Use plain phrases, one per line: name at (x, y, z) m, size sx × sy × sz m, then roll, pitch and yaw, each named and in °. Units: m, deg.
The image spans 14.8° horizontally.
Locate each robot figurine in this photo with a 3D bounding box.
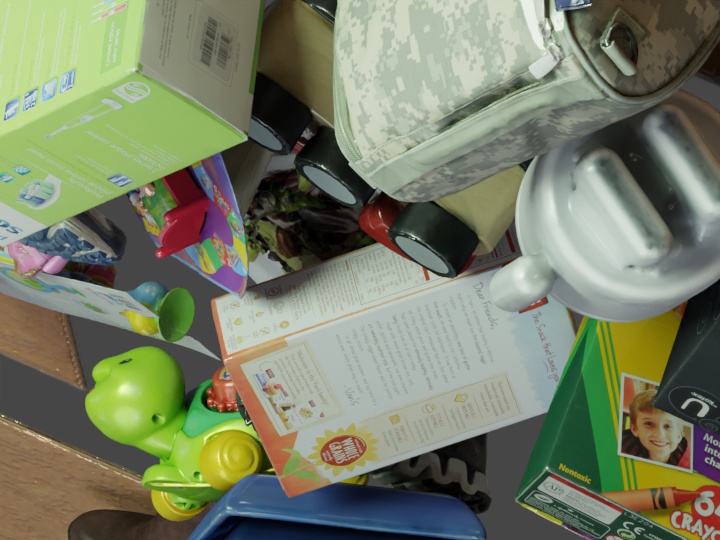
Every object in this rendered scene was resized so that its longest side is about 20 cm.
robot figurine at (0.141, -0.033, 1.454) m, size 0.113 × 0.170 × 0.200 m, roll 59°, pitch 175°, yaw 4°

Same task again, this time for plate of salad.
plate of salad at (0.000, 0.000, 1.706) m, size 0.200 × 0.048 × 0.200 m, roll 18°, pitch 149°, yaw 11°

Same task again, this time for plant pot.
plant pot at (-0.026, 0.236, 1.785) m, size 0.200 × 0.180 × 0.200 m, roll 7°, pitch 163°, yaw -11°

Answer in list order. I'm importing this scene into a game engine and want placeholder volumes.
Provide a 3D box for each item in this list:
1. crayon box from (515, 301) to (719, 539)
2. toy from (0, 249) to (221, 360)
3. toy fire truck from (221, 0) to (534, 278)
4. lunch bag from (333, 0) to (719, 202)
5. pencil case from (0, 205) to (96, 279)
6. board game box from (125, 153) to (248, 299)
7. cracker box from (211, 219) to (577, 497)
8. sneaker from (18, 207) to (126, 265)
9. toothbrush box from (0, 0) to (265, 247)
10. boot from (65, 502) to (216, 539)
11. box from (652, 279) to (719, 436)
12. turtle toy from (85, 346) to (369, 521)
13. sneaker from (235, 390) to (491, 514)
crayon box at (0.210, 0.096, 1.588) m, size 0.200 × 0.173 × 0.058 m, roll 27°, pitch 149°, yaw -5°
toy at (-0.188, 0.001, 1.822) m, size 0.200 × 0.047 × 0.115 m, roll 18°, pitch 168°, yaw 36°
toy fire truck at (-0.015, -0.059, 1.581) m, size 0.176 × 0.129 × 0.200 m, roll 36°, pitch 167°, yaw -10°
lunch bag at (0.084, -0.126, 1.338) m, size 0.139 × 0.168 × 0.200 m, roll 37°, pitch 146°, yaw -21°
pencil case at (-0.251, -0.080, 1.714) m, size 0.200 × 0.087 × 0.083 m, roll 40°, pitch 152°, yaw -27°
board game box at (-0.131, -0.060, 1.599) m, size 0.200 × 0.039 × 0.158 m, roll 31°, pitch 142°, yaw 57°
cracker box at (0.027, 0.046, 1.649) m, size 0.200 × 0.058 × 0.134 m, roll -18°, pitch 134°, yaw 4°
sneaker at (-0.203, -0.081, 1.651) m, size 0.200 × 0.085 × 0.077 m, roll 43°, pitch 159°, yaw -27°
toothbrush box at (-0.149, -0.118, 1.494) m, size 0.200 × 0.146 × 0.086 m, roll -21°, pitch 141°, yaw 38°
boot at (-0.128, 0.181, 2.074) m, size 0.200 × 0.072 × 0.166 m, roll 17°, pitch 137°, yaw 13°
box at (0.246, 0.004, 1.472) m, size 0.106 × 0.122 × 0.200 m, roll 24°, pitch 149°, yaw -1°
turtle toy at (-0.088, 0.109, 1.859) m, size 0.200 × 0.101 × 0.146 m, roll 10°, pitch 161°, yaw -20°
sneaker at (0.006, 0.088, 1.785) m, size 0.200 × 0.091 × 0.066 m, roll 24°, pitch 155°, yaw -30°
